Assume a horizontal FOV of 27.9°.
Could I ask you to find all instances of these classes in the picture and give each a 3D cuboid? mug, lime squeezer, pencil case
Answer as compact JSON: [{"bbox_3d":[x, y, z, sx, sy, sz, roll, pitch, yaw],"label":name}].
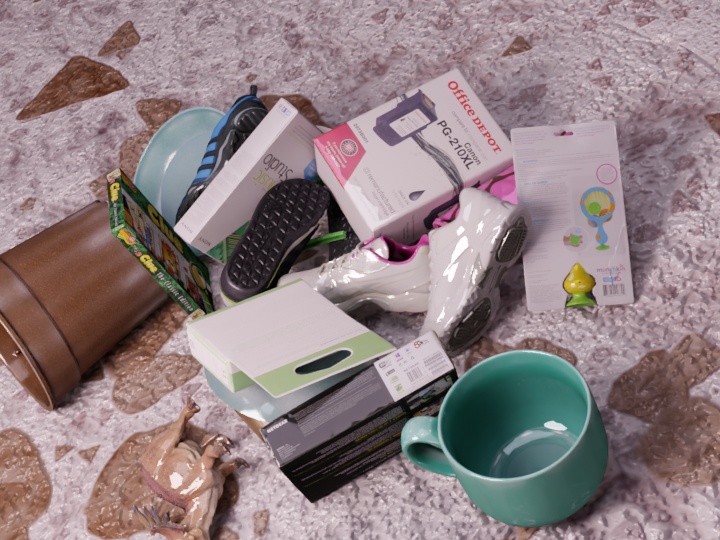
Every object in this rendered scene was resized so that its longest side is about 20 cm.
[{"bbox_3d":[0.152,0.166,1.413,0.184,0.115,0.152,24,64,40],"label":"mug"},{"bbox_3d":[-0.107,0.001,1.729,0.200,0.038,0.071,-40,26,4],"label":"lime squeezer"},{"bbox_3d":[0.184,-0.075,1.638,0.199,0.091,0.094,-36,50,-4],"label":"pencil case"}]

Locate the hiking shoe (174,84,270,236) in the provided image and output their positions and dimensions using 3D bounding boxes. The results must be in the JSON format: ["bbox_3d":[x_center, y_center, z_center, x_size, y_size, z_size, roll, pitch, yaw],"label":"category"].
[{"bbox_3d":[-0.162,-0.122,1.764,0.200,0.074,0.087,-54,26,21],"label":"hiking shoe"}]

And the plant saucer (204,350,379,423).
[{"bbox_3d":[-0.070,0.095,1.571,0.199,0.039,0.201,4,31,-3],"label":"plant saucer"}]

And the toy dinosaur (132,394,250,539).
[{"bbox_3d":[-0.198,0.223,1.558,0.135,0.086,0.200,-41,39,-3],"label":"toy dinosaur"}]

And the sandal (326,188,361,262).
[{"bbox_3d":[-0.004,-0.057,1.748,0.075,0.048,0.202,-5,61,21],"label":"sandal"}]

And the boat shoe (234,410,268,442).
[{"bbox_3d":[-0.112,0.132,1.609,0.065,0.072,0.200,-31,44,-16],"label":"boat shoe"}]

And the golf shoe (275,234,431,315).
[{"bbox_3d":[0.000,0.000,1.630,0.198,0.092,0.075,-2,29,9],"label":"golf shoe"}]

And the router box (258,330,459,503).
[{"bbox_3d":[0.009,0.152,1.467,0.199,0.149,0.051,-29,65,-2],"label":"router box"}]

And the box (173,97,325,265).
[{"bbox_3d":[-0.115,-0.094,1.719,0.200,0.144,0.036,-49,60,4],"label":"box"}]

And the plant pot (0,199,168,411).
[{"bbox_3d":[-0.350,0.031,1.739,0.198,0.201,0.200,-36,44,-21],"label":"plant pot"}]

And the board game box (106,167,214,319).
[{"bbox_3d":[-0.234,-0.023,1.710,0.023,0.200,0.105,-28,44,10],"label":"board game box"}]

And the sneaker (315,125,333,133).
[{"bbox_3d":[-0.089,-0.122,1.837,0.199,0.081,0.084,-16,60,26],"label":"sneaker"}]

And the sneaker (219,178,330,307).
[{"bbox_3d":[-0.108,-0.024,1.685,0.071,0.083,0.200,32,58,10],"label":"sneaker"}]

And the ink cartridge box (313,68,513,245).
[{"bbox_3d":[0.066,-0.125,1.695,0.199,0.084,0.145,-28,65,-11],"label":"ink cartridge box"}]

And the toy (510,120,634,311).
[{"bbox_3d":[0.228,-0.056,1.573,0.114,0.047,0.202,-4,78,0],"label":"toy"}]

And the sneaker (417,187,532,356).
[{"bbox_3d":[0.106,0.001,1.566,0.099,0.078,0.201,37,107,35],"label":"sneaker"}]

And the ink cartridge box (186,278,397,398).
[{"bbox_3d":[-0.072,0.082,1.483,0.145,0.048,0.200,-21,32,-25],"label":"ink cartridge box"}]

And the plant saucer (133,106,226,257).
[{"bbox_3d":[-0.208,-0.107,1.846,0.199,0.036,0.202,-9,74,34],"label":"plant saucer"}]
